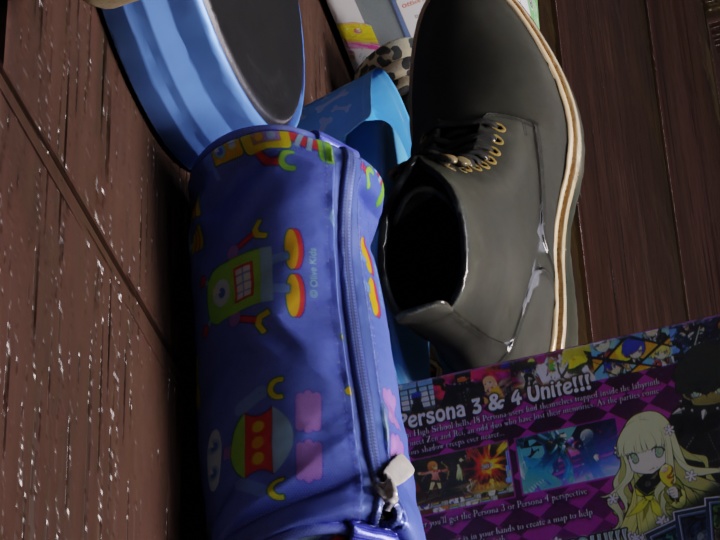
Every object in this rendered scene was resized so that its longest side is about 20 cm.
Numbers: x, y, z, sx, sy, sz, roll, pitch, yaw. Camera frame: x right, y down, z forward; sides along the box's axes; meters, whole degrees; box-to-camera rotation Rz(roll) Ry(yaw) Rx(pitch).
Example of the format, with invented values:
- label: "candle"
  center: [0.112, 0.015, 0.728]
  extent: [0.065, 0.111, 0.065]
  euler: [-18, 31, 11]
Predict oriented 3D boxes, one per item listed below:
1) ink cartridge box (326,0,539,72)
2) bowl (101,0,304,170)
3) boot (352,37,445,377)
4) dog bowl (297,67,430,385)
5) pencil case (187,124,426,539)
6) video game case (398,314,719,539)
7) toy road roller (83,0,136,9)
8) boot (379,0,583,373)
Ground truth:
- label: "ink cartridge box"
  center: [0.033, -0.165, 1.584]
  extent: [0.146, 0.087, 0.201]
  euler: [-91, 164, -47]
- label: "bowl"
  center: [-0.068, -0.140, 1.213]
  extent: [0.201, 0.039, 0.202]
  euler: [-13, 90, -78]
- label: "boot"
  center: [0.050, -0.010, 1.534]
  extent: [0.204, 0.073, 0.155]
  euler: [71, 3, -61]
- label: "dog bowl"
  center: [0.000, 0.000, 1.347]
  extent: [0.201, 0.049, 0.112]
  euler: [-92, 164, -44]
- label: "pencil case"
  center: [-0.021, 0.039, 1.128]
  extent: [0.078, 0.087, 0.201]
  euler: [25, 45, -37]
- label: "video game case"
  center: [0.075, 0.122, 1.201]
  extent: [0.036, 0.199, 0.182]
  euler: [56, 23, -63]
- label: "toy road roller"
  center: [-0.096, -0.188, 0.969]
  extent: [0.146, 0.122, 0.201]
  euler: [-19, 94, -64]
- label: "boot"
  center: [0.044, -0.051, 1.291]
  extent: [0.138, 0.077, 0.201]
  euler: [40, 37, -63]
